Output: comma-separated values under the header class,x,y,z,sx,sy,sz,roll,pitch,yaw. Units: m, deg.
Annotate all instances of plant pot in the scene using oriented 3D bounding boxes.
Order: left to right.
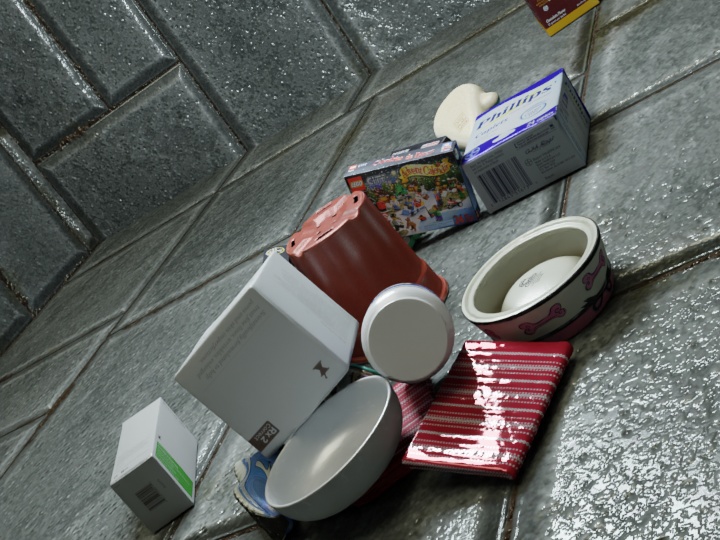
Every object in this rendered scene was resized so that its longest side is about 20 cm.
class,x,y,z,sx,sy,sz,roll,pitch,yaw
plant pot,0.000,0.000,1.563,0.199,0.196,0.201,-32,19,12

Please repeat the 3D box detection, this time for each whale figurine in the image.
class,x,y,z,sx,sy,sz,roll,pitch,yaw
whale figurine,0.223,-0.267,1.972,0.160,0.103,0.201,-51,37,18

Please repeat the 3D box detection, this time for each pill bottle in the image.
class,x,y,z,sx,sy,sz,roll,pitch,yaw
pill bottle,0.057,0.076,1.261,0.115,0.116,0.200,-36,0,3

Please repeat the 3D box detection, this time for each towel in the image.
class,x,y,z,sx,sy,sz,roll,pitch,yaw
towel,0.040,0.203,1.286,0.144,0.023,0.200,-37,17,9
towel,0.146,0.151,1.157,0.143,0.023,0.201,-3,38,37

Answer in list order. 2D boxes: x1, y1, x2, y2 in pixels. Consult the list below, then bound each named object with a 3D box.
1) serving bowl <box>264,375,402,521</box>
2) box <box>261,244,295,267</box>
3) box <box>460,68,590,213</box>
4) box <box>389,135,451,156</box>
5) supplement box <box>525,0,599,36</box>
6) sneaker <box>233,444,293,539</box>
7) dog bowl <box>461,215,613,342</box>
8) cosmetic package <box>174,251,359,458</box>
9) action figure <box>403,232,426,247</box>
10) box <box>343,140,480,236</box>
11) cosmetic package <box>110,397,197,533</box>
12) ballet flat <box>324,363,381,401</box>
class,x,y,z,sx,sy,sz,roll,pitch,yaw
serving bowl,-0.021,0.221,1.218,0.199,0.066,0.201,-39,16,13
box,-0.107,0.083,1.562,0.048,0.203,0.162,-12,22,1
box,0.277,-0.217,1.711,0.182,0.105,0.201,-27,21,27
box,0.077,-0.157,1.969,0.199,0.050,0.200,-3,51,60
supplement box,0.426,-0.676,2.363,0.132,0.201,0.198,-32,19,14
sneaker,-0.109,0.270,1.315,0.089,0.079,0.200,-40,18,0
dog bowl,0.227,0.023,1.288,0.199,0.074,0.201,-34,20,13
cosmetic package,-0.117,0.105,1.367,0.165,0.165,0.200,-49,6,12
action figure,0.030,-0.032,1.813,0.198,0.055,0.118,-30,17,10
box,0.087,-0.129,1.725,0.197,0.138,0.038,-11,32,23
cosmetic package,-0.315,0.296,1.585,0.084,0.108,0.200,-35,20,6
ballet flat,-0.019,0.163,1.437,0.072,0.069,0.200,-61,17,-7
